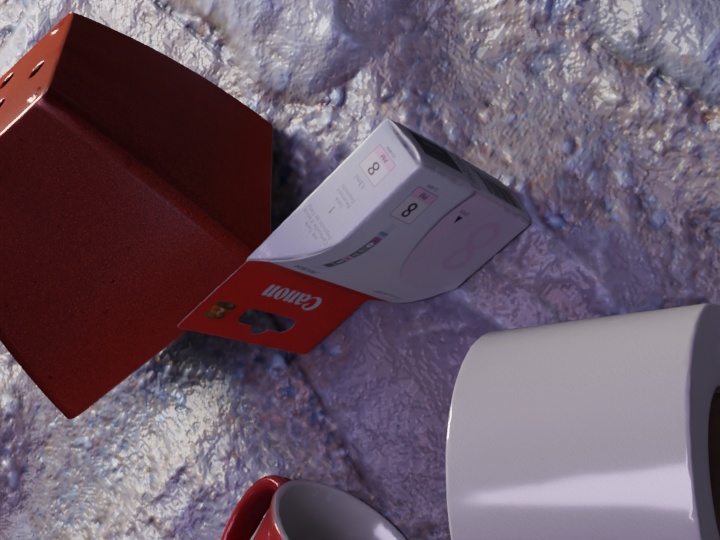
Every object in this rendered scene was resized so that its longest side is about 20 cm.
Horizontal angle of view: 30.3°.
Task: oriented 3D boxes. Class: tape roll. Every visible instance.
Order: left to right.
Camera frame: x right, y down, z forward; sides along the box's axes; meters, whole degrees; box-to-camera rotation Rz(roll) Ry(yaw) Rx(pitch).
[{"bbox_3d":[0.150,0.127,0.767,0.138,0.202,0.206,-10,79,26],"label":"tape roll"}]

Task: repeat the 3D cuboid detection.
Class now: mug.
[{"bbox_3d":[-0.055,0.256,0.928,0.133,0.178,0.201,32,106,-9],"label":"mug"}]

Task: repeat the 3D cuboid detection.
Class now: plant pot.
[{"bbox_3d":[-0.193,-0.057,0.943,0.199,0.176,0.201,-37,29,20],"label":"plant pot"}]

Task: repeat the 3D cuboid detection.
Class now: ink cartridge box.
[{"bbox_3d":[0.000,0.000,0.888,0.200,0.162,0.057,-46,61,15],"label":"ink cartridge box"}]
